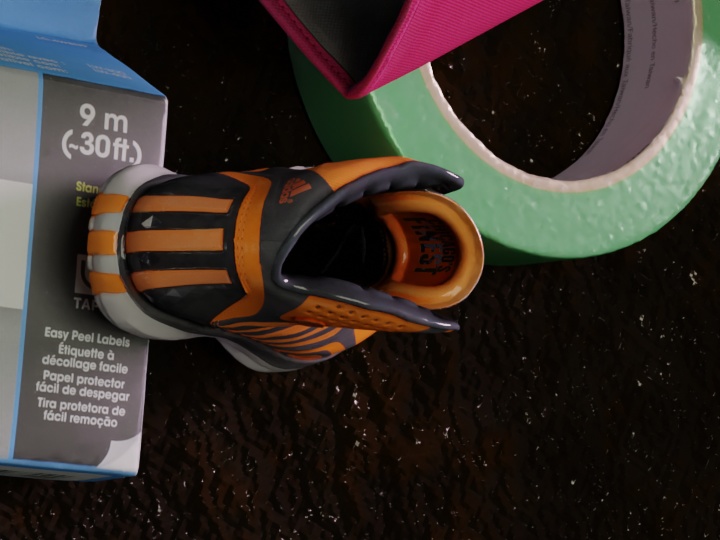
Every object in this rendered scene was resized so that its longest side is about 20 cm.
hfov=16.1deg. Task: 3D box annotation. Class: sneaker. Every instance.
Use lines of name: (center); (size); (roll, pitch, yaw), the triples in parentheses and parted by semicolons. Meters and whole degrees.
sneaker: (0.000, 0.000, 0.894); (0.200, 0.112, 0.078); (-3, 93, -63)

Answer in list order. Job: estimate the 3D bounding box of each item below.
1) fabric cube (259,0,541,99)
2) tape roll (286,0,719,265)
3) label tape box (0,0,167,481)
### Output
fabric cube: (0.036, -0.216, 0.879); (0.199, 0.196, 0.200); (-29, 70, -31)
tape roll: (0.066, -0.103, 1.021); (0.200, 0.048, 0.201); (3, 85, -34)
label tape box: (-0.143, -0.034, 0.867); (0.143, 0.066, 0.201); (9, 83, -33)
